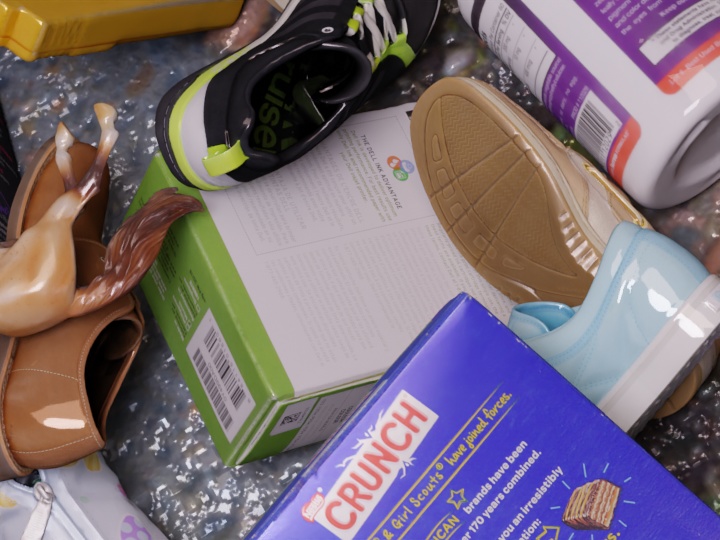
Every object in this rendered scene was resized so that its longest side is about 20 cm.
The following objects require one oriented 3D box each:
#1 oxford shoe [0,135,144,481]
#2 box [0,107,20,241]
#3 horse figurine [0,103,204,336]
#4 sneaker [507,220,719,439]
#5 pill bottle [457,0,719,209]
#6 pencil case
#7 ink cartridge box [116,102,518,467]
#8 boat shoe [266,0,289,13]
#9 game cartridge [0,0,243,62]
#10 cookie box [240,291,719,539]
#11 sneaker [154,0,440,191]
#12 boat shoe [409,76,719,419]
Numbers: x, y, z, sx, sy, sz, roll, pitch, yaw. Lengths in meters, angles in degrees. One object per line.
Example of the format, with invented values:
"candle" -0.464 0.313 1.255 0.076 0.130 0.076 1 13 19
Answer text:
"oxford shoe" -0.137 0.014 1.186 0.071 0.071 0.200 -9 52 15
"box" -0.243 -0.052 1.254 0.106 0.122 0.200 -20 68 5
"horse figurine" -0.179 -0.014 1.138 0.199 0.050 0.133 4 73 13
"sneaker" 0.095 0.057 1.148 0.082 0.074 0.200 44 114 12
"pill bottle" 0.120 -0.137 1.223 0.111 0.111 0.200 -39 70 -4
"pencil case" -0.106 0.174 1.169 0.083 0.091 0.200 -31 68 -30
"ink cartridge box" 0.000 0.000 1.225 0.200 0.076 0.148 -13 65 -31
"boat shoe" -0.055 -0.192 1.288 0.200 0.065 0.072 35 46 16
"game cartridge" -0.179 -0.171 1.253 0.176 0.200 0.032 36 117 19
"cookie box" 0.062 0.137 1.058 0.200 0.075 0.171 42 81 -1
"sneaker" -0.012 -0.097 1.173 0.083 0.072 0.200 1 37 50
"boat shoe" 0.104 -0.017 1.198 0.074 0.069 0.200 -41 84 36
